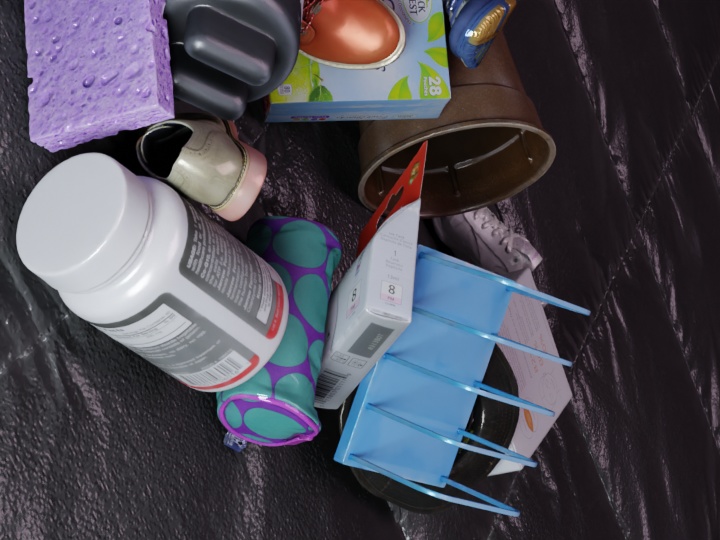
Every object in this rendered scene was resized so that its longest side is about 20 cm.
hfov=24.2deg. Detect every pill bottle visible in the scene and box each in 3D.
[{"bbox_3d":[-0.150,0.001,1.223,0.200,0.114,0.114,41,43,-49],"label":"pill bottle"}]

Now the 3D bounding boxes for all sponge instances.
[{"bbox_3d":[-0.195,-0.195,1.234,0.030,0.111,0.200,26,55,-59],"label":"sponge"}]

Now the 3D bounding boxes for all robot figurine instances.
[{"bbox_3d":[-0.103,-0.208,1.295,0.200,0.150,0.125,-89,160,-43],"label":"robot figurine"}]

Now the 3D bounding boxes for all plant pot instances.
[{"bbox_3d":[0.076,-0.184,1.687,0.200,0.200,0.199,25,48,-57],"label":"plant pot"}]

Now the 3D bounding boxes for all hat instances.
[{"bbox_3d":[0.049,0.123,1.565,0.200,0.081,0.201,-9,109,-29],"label":"hat"}]

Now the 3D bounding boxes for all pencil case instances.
[{"bbox_3d":[-0.065,0.050,1.395,0.092,0.085,0.200,46,38,-39],"label":"pencil case"}]

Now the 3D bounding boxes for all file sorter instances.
[{"bbox_3d":[0.093,0.099,1.452,0.139,0.123,0.200,20,90,-44],"label":"file sorter"}]

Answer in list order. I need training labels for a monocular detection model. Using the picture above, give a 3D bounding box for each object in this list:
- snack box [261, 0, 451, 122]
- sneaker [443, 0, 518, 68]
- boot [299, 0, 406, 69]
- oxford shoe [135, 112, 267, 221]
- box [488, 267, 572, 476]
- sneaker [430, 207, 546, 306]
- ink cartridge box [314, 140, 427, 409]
[{"bbox_3d":[-0.011,-0.241,1.542,0.068,0.168,0.200,129,-42,-75],"label":"snack box"},{"bbox_3d":[0.098,-0.253,1.577,0.088,0.075,0.200,33,26,-2],"label":"sneaker"},{"bbox_3d":[-0.055,-0.227,1.437,0.107,0.200,0.075,-75,-173,-84],"label":"boot"},{"bbox_3d":[-0.135,-0.094,1.268,0.074,0.200,0.071,27,89,-27],"label":"oxford shoe"},{"bbox_3d":[0.121,0.105,1.706,0.200,0.106,0.153,-38,111,-62],"label":"box"},{"bbox_3d":[0.141,-0.035,1.826,0.200,0.099,0.075,64,31,-18],"label":"sneaker"},{"bbox_3d":[0.000,0.000,1.471,0.057,0.163,0.200,15,53,-18],"label":"ink cartridge box"}]
